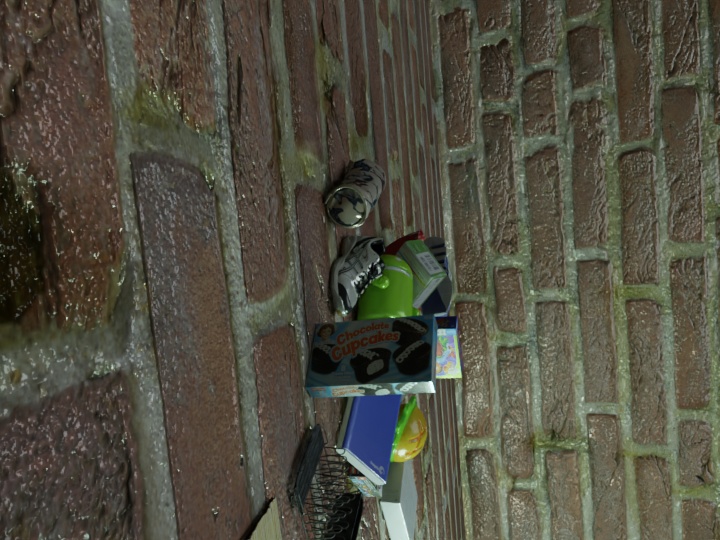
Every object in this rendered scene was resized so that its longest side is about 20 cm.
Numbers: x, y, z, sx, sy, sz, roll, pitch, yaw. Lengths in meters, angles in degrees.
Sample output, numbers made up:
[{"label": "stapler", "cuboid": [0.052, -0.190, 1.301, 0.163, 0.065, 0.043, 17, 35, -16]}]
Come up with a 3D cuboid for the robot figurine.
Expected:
[{"label": "robot figurine", "cuboid": [0.052, 0.057, 1.238, 0.175, 0.114, 0.204, 41, 45, -46]}]

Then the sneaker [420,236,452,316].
[{"label": "sneaker", "cuboid": [0.189, 0.033, 1.431, 0.115, 0.079, 0.203, 57, 32, -58]}]

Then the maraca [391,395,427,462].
[{"label": "maraca", "cuboid": [0.095, 0.354, 1.330, 0.201, 0.105, 0.139, 83, 30, -58]}]

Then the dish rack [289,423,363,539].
[{"label": "dish rack", "cuboid": [-0.048, 0.342, 0.899, 0.154, 0.053, 0.204, -70, 152, -60]}]

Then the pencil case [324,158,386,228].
[{"label": "pencil case", "cuboid": [-0.009, -0.150, 1.133, 0.201, 0.088, 0.079, -64, 176, -62]}]

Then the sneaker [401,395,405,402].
[{"label": "sneaker", "cuboid": [0.073, 0.204, 1.261, 0.073, 0.083, 0.203, -77, -175, -56]}]

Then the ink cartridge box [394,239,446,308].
[{"label": "ink cartridge box", "cuboid": [0.097, 0.038, 1.349, 0.059, 0.201, 0.105, -11, 57, -43]}]

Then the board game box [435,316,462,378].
[{"label": "board game box", "cuboid": [0.120, 0.171, 1.315, 0.045, 0.196, 0.137, -70, 152, -56]}]

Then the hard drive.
[{"label": "hard drive", "cuboid": [0.022, 0.276, 1.126, 0.132, 0.025, 0.202, 48, 39, -31]}]

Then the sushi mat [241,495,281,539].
[{"label": "sushi mat", "cuboid": [-0.109, 0.391, 0.728, 0.096, 0.012, 0.204, -45, 130, -72]}]

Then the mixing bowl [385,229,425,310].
[{"label": "mixing bowl", "cuboid": [0.107, 0.004, 1.486, 0.200, 0.106, 0.205, -4, 90, -75]}]

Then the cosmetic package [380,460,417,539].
[{"label": "cosmetic package", "cuboid": [0.095, 0.543, 1.420, 0.152, 0.051, 0.203, -72, 154, -52]}]

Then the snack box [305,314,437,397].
[{"label": "snack box", "cuboid": [0.019, 0.132, 0.921, 0.037, 0.196, 0.118, 65, 25, -46]}]

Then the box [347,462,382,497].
[{"label": "box", "cuboid": [0.018, 0.330, 1.195, 0.137, 0.037, 0.203, 67, 24, -53]}]

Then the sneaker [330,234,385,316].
[{"label": "sneaker", "cuboid": [0.000, 0.000, 1.108, 0.202, 0.086, 0.077, -77, 160, -45]}]
